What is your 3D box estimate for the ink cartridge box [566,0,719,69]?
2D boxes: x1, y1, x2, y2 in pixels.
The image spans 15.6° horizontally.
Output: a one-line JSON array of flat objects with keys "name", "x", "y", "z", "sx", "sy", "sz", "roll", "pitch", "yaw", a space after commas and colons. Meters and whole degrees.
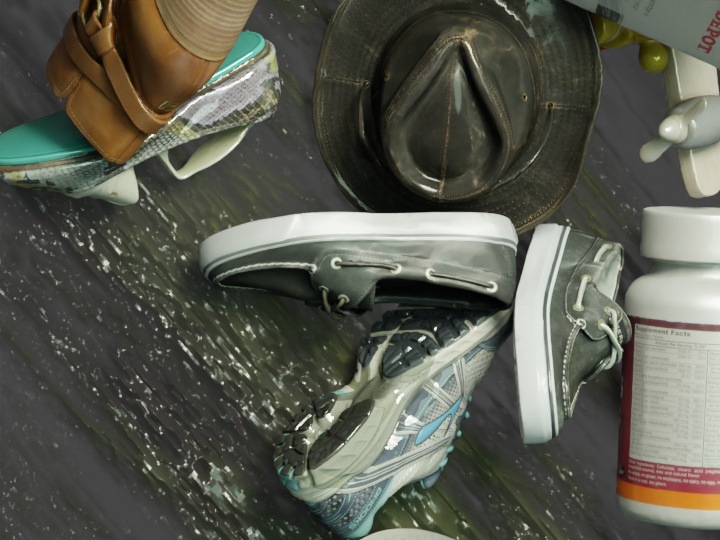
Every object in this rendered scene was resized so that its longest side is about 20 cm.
[{"name": "ink cartridge box", "x": 0.160, "y": -0.217, "z": 1.559, "sx": 0.200, "sy": 0.145, "sz": 0.083, "roll": 24, "pitch": 68, "yaw": 2}]

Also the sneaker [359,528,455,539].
[{"name": "sneaker", "x": -0.005, "y": 0.217, "z": 1.649, "sx": 0.200, "sy": 0.082, "sz": 0.074, "roll": -5, "pitch": 53, "yaw": -38}]

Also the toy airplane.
[{"name": "toy airplane", "x": 0.201, "y": -0.176, "z": 1.703, "sx": 0.200, "sy": 0.141, "sz": 0.199, "roll": 37, "pitch": 74, "yaw": -15}]

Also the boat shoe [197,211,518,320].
[{"name": "boat shoe", "x": 0.000, "y": 0.000, "z": 1.627, "sx": 0.200, "sy": 0.069, "sz": 0.057, "roll": -3, "pitch": 69, "yaw": -3}]

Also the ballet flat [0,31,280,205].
[{"name": "ballet flat", "x": -0.133, "y": -0.078, "z": 1.609, "sx": 0.200, "sy": 0.072, "sz": 0.072, "roll": -26, "pitch": 97, "yaw": -20}]

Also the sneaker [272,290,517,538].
[{"name": "sneaker", "x": 0.031, "y": 0.087, "z": 1.669, "sx": 0.200, "sy": 0.078, "sz": 0.086, "roll": -43, "pitch": 124, "yaw": -20}]

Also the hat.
[{"name": "hat", "x": 0.055, "y": -0.104, "z": 1.628, "sx": 0.200, "sy": 0.081, "sz": 0.201, "roll": 2, "pitch": 104, "yaw": 9}]

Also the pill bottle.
[{"name": "pill bottle", "x": 0.223, "y": 0.061, "z": 1.702, "sx": 0.109, "sy": 0.110, "sz": 0.200, "roll": 0, "pitch": 95, "yaw": -22}]

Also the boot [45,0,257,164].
[{"name": "boot", "x": -0.135, "y": -0.176, "z": 1.551, "sx": 0.077, "sy": 0.155, "sz": 0.200, "roll": 2, "pitch": 48, "yaw": -44}]

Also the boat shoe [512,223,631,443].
[{"name": "boat shoe", "x": 0.134, "y": 0.033, "z": 1.645, "sx": 0.071, "sy": 0.200, "sz": 0.072, "roll": 2, "pitch": 128, "yaw": 8}]
